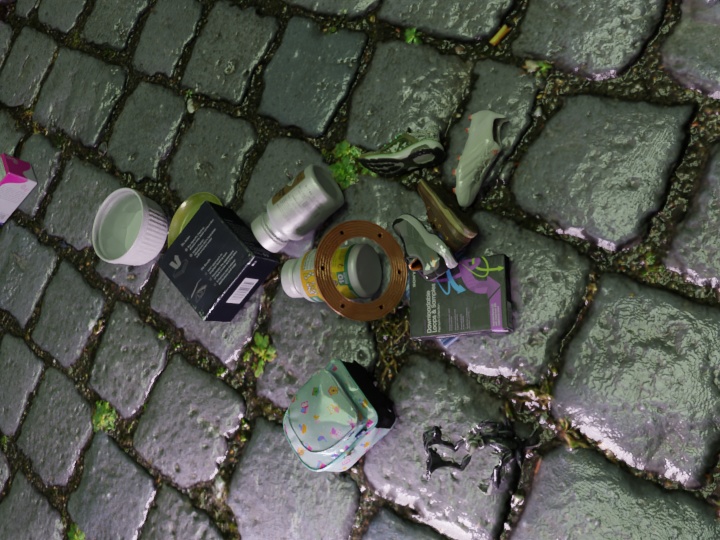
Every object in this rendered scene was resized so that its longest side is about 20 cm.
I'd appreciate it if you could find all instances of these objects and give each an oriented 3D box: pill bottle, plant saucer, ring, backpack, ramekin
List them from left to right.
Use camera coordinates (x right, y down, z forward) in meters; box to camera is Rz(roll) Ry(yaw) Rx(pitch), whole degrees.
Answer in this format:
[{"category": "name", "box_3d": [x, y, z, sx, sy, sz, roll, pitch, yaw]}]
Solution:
[{"category": "ramekin", "box_3d": [-0.602, -0.109, 1.978, 0.199, 0.105, 0.202, -10, 72, 31]}, {"category": "plant saucer", "box_3d": [-0.405, -0.097, 1.886, 0.199, 0.031, 0.201, -9, 73, 32]}, {"category": "pill bottle", "box_3d": [-0.144, -0.134, 1.668, 0.200, 0.114, 0.115, -38, 59, 20]}, {"category": "pill bottle", "box_3d": [-0.065, 0.008, 1.576, 0.199, 0.113, 0.114, -6, 73, 32]}, {"category": "backpack", "box_3d": [-0.056, 0.295, 1.469, 0.200, 0.153, 0.176, -51, 61, 20]}, {"category": "ring", "box_3d": [0.000, 0.000, 1.474, 0.019, 0.199, 0.202, 162, 117, -65]}]

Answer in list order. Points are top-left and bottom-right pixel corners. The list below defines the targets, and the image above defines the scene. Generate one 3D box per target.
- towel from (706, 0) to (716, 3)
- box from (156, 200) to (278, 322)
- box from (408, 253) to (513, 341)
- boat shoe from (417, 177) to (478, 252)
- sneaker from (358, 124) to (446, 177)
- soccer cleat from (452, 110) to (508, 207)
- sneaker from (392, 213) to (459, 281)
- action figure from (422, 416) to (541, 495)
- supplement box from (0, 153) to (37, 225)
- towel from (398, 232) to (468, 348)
[{"category": "towel", "box_3d": [0.663, -0.574, 1.265, 0.199, 0.085, 0.167, -13, 69, 31]}, {"category": "box", "box_3d": [-0.332, -0.019, 1.741, 0.200, 0.117, 0.197, 46, 103, 21]}, {"category": "box", "box_3d": [0.186, 0.053, 1.420, 0.199, 0.036, 0.144, -10, 70, 29]}, {"category": "boat shoe", "box_3d": [0.157, -0.112, 1.475, 0.068, 0.072, 0.200, -55, 40, 23]}, {"category": "sneaker", "box_3d": [0.089, -0.258, 1.583, 0.199, 0.077, 0.089, -7, 60, 27]}, {"category": "soccer cleat", "box_3d": [0.235, -0.221, 1.468, 0.077, 0.069, 0.201, 9, 79, 31]}, {"category": "sneaker", "box_3d": [0.108, -0.047, 1.455, 0.079, 0.074, 0.200, -40, 37, -3]}, {"category": "action figure", "box_3d": [0.210, 0.318, 1.311, 0.199, 0.103, 0.119, -1, 39, -5]}, {"category": "supplement box", "box_3d": [-1.140, -0.259, 2.386, 0.200, 0.101, 0.104, -41, 57, 17]}, {"category": "towel", "box_3d": [0.166, 0.034, 1.473, 0.145, 0.024, 0.200, -43, 59, 14]}]
